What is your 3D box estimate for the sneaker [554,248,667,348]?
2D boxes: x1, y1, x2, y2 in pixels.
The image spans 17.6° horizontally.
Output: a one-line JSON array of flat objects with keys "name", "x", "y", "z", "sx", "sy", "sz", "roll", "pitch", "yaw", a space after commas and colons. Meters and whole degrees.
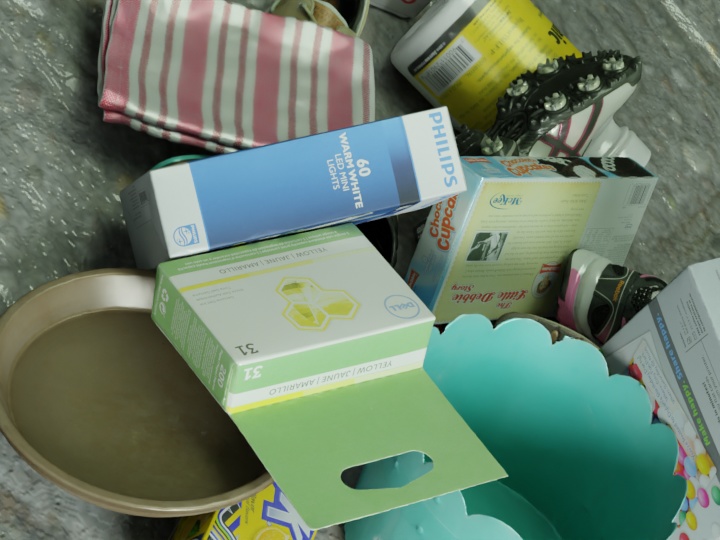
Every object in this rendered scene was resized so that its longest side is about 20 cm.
[{"name": "sneaker", "x": 0.218, "y": 0.052, "z": 1.715, "sx": 0.200, "sy": 0.086, "sz": 0.081, "roll": 29, "pitch": 78, "yaw": -56}]

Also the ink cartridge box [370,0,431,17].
[{"name": "ink cartridge box", "x": 0.040, "y": -0.302, "z": 1.784, "sx": 0.145, "sy": 0.200, "sz": 0.084, "roll": 18, "pitch": 45, "yaw": -34}]

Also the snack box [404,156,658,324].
[{"name": "snack box", "x": 0.122, "y": -0.023, "z": 1.670, "sx": 0.199, "sy": 0.117, "sz": 0.037, "roll": -2, "pitch": 30, "yaw": -46}]

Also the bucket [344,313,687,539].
[{"name": "bucket", "x": 0.094, "y": 0.145, "z": 1.488, "sx": 0.206, "sy": 0.135, "sz": 0.208, "roll": 17, "pitch": 40, "yaw": -15}]

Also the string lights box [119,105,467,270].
[{"name": "string lights box", "x": -0.044, "y": -0.051, "z": 1.486, "sx": 0.199, "sy": 0.103, "sz": 0.059, "roll": -13, "pitch": 88, "yaw": -17}]

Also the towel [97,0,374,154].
[{"name": "towel", "x": -0.080, "y": -0.132, "z": 1.585, "sx": 0.199, "sy": 0.030, "sz": 0.147, "roll": 15, "pitch": 43, "yaw": -15}]

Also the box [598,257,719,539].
[{"name": "box", "x": 0.213, "y": 0.101, "z": 1.516, "sx": 0.041, "sy": 0.200, "sz": 0.157, "roll": -12, "pitch": 72, "yaw": -23}]

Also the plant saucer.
[{"name": "plant saucer", "x": -0.128, "y": 0.075, "z": 1.393, "sx": 0.198, "sy": 0.030, "sz": 0.201, "roll": 10, "pitch": 40, "yaw": -9}]

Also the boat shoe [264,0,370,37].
[{"name": "boat shoe", "x": -0.043, "y": -0.171, "z": 1.700, "sx": 0.075, "sy": 0.068, "sz": 0.201, "roll": 38, "pitch": 40, "yaw": -15}]

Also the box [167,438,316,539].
[{"name": "box", "x": -0.070, "y": 0.156, "z": 1.412, "sx": 0.070, "sy": 0.064, "sz": 0.201, "roll": 39, "pitch": 39, "yaw": -14}]

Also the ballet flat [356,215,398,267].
[{"name": "ballet flat", "x": 0.000, "y": 0.000, "z": 1.612, "sx": 0.066, "sy": 0.057, "sz": 0.201, "roll": 36, "pitch": 40, "yaw": -19}]

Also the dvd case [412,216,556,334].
[{"name": "dvd case", "x": 0.113, "y": 0.064, "z": 1.700, "sx": 0.145, "sy": 0.022, "sz": 0.201, "roll": 18, "pitch": 47, "yaw": -35}]

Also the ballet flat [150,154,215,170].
[{"name": "ballet flat", "x": -0.059, "y": -0.049, "z": 1.589, "sx": 0.199, "sy": 0.068, "sz": 0.073, "roll": -12, "pitch": 73, "yaw": -46}]

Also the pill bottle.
[{"name": "pill bottle", "x": 0.128, "y": -0.133, "z": 1.803, "sx": 0.200, "sy": 0.111, "sz": 0.111, "roll": 45, "pitch": 38, "yaw": -7}]

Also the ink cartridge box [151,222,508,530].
[{"name": "ink cartridge box", "x": -0.017, "y": 0.058, "z": 1.387, "sx": 0.145, "sy": 0.048, "sz": 0.200, "roll": -12, "pitch": 42, "yaw": -31}]

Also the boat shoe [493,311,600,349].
[{"name": "boat shoe", "x": 0.173, "y": 0.098, "z": 1.670, "sx": 0.200, "sy": 0.076, "sz": 0.072, "roll": 37, "pitch": 6, "yaw": -3}]

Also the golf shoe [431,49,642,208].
[{"name": "golf shoe", "x": 0.131, "y": -0.090, "z": 1.719, "sx": 0.200, "sy": 0.077, "sz": 0.088, "roll": -36, "pitch": 124, "yaw": -17}]
